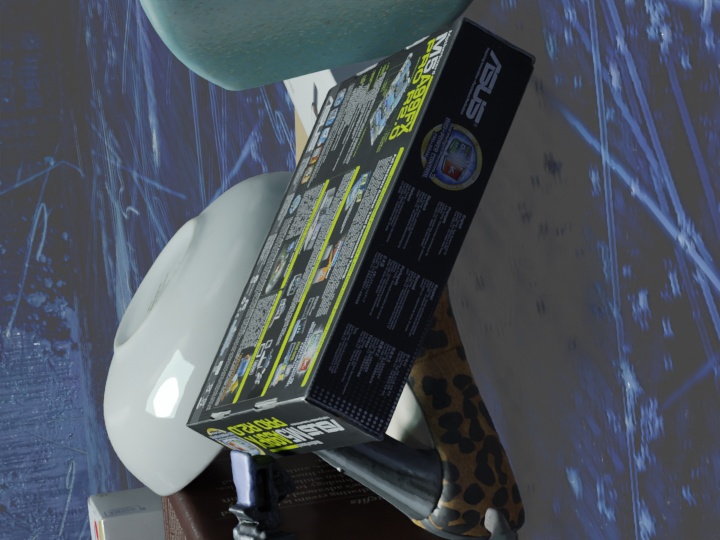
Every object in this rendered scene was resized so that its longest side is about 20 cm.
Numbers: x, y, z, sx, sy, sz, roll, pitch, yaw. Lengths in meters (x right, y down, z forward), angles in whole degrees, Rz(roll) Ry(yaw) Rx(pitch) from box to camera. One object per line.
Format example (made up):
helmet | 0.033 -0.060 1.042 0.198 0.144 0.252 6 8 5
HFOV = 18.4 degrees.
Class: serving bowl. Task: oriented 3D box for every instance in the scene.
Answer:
serving bowl | -0.087 0.023 1.242 0.200 0.066 0.200 -52 15 20

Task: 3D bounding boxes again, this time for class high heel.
high heel | 0.049 0.039 1.176 0.071 0.143 0.200 -30 32 58

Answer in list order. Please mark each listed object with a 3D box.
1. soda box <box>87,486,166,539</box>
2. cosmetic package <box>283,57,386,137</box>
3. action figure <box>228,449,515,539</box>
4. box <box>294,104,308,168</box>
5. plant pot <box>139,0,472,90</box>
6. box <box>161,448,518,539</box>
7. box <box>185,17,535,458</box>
soda box | -0.065 0.164 1.386 0.064 0.200 0.068 -149 53 -74
cosmetic package | -0.005 -0.102 1.310 0.200 0.051 0.083 -114 21 -51
action figure | 0.002 0.177 1.065 0.105 0.193 0.200 12 118 62
box | -0.017 -0.001 1.491 0.164 0.021 0.200 -121 26 -60
plant pot | -0.034 -0.202 1.091 0.200 0.196 0.196 82 172 -51
box | -0.014 0.196 1.258 0.200 0.166 0.164 -130 34 -68
box | -0.003 -0.010 1.071 0.160 0.044 0.200 -19 46 64
